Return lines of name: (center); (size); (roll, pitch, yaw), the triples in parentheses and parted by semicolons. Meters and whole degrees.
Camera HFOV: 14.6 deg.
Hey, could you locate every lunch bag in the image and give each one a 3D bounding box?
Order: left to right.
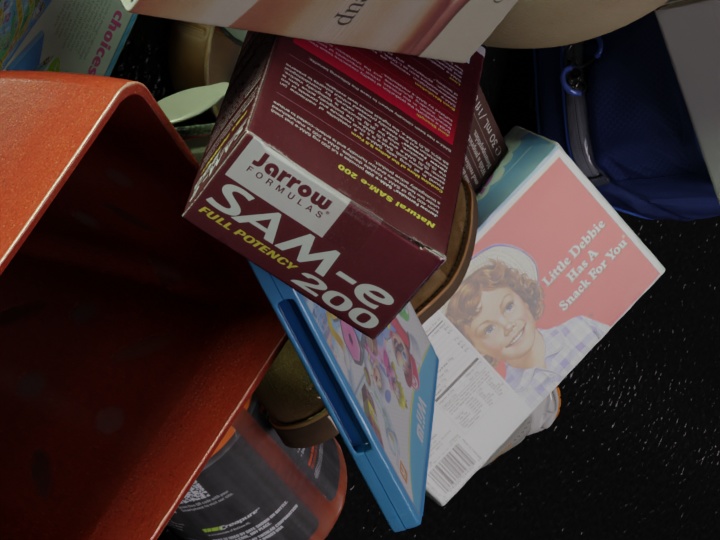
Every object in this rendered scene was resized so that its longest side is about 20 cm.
lunch bag: (0.188, -0.106, 1.785); (0.200, 0.132, 0.136); (16, 68, -53)

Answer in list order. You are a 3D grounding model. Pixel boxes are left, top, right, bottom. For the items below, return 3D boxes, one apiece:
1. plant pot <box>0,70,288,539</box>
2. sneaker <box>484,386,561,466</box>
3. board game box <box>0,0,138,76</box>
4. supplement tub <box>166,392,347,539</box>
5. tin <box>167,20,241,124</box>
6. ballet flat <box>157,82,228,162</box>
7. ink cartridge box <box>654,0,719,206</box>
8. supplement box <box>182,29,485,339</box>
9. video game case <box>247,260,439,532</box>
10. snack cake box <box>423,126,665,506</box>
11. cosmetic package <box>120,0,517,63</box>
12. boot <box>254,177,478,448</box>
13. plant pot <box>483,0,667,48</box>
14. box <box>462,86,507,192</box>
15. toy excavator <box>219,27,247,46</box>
plant pot: (-0.181, 0.022, 1.319); (0.200, 0.176, 0.200); (-57, 143, -19)
sneaker: (0.069, 0.050, 1.762); (0.092, 0.076, 0.200); (-41, 135, -28)
board game box: (-0.149, -0.175, 1.387); (0.134, 0.034, 0.200); (32, 80, -54)
supplement tub: (-0.090, 0.082, 1.531); (0.107, 0.107, 0.200); (-58, 144, -16)
tin: (-0.046, -0.169, 1.527); (0.112, 0.042, 0.200); (9, 100, -58)
ballet flat: (-0.062, -0.066, 1.478); (0.200, 0.069, 0.071); (-11, 120, -37)
ink cartridge box: (0.270, -0.136, 1.720); (0.200, 0.084, 0.145); (-42, 116, -54)
supplement box: (-0.008, -0.066, 1.314); (0.061, 0.109, 0.200); (-51, -167, 30)
video game case: (-0.010, 0.011, 1.390); (0.143, 0.018, 0.200); (-82, 150, -56)
snack cake box: (0.070, 0.026, 1.676); (0.200, 0.067, 0.115); (-46, 114, -5)
cosmetic package: (-0.017, -0.166, 1.281); (0.200, 0.087, 0.103); (3, 137, -38)
boot: (0.000, 0.000, 1.517); (0.076, 0.073, 0.200); (57, 48, -26)
plant pot: (0.093, -0.204, 1.593); (0.200, 0.200, 0.134); (-31, 168, -42)
box: (-0.007, -0.040, 1.613); (0.200, 0.075, 0.100); (-52, 142, -21)
toy excavator: (-0.021, -0.202, 1.413); (0.100, 0.194, 0.200); (-42, 164, -32)
